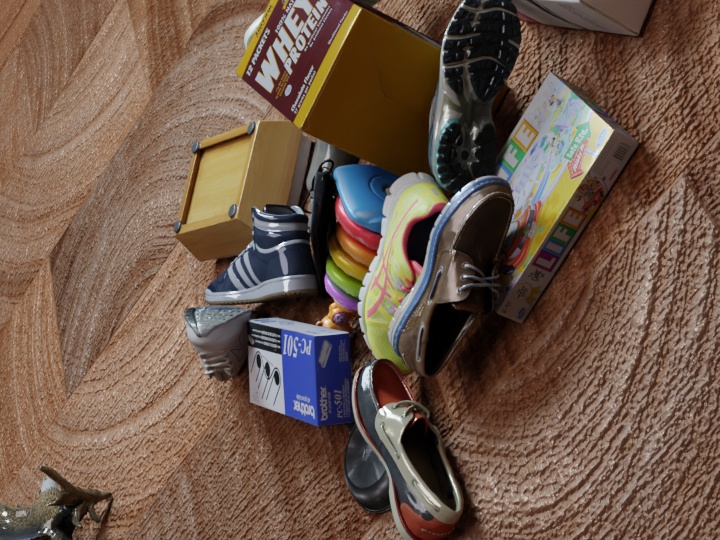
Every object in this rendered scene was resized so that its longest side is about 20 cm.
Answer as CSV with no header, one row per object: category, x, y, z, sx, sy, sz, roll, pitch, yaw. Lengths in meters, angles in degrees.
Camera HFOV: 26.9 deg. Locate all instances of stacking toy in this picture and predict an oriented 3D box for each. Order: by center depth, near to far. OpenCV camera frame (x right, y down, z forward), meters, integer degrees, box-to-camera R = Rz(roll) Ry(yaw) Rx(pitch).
stacking toy,0.000,0.000,1.588,0.201,0.115,0.110,-64,27,29

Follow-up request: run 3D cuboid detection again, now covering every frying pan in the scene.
frying pan,0.012,0.157,1.535,0.115,0.031,0.191,-46,41,30

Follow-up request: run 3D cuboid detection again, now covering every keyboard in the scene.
keyboard,-0.050,-0.048,1.629,0.200,0.039,0.105,87,-167,-70

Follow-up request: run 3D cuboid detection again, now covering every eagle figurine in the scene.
eagle figurine,-0.429,0.333,2.002,0.199,0.153,0.151,-29,10,25

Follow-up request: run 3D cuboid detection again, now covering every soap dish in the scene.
soap dish,-0.151,-0.102,1.880,0.199,0.081,0.159,-10,64,56

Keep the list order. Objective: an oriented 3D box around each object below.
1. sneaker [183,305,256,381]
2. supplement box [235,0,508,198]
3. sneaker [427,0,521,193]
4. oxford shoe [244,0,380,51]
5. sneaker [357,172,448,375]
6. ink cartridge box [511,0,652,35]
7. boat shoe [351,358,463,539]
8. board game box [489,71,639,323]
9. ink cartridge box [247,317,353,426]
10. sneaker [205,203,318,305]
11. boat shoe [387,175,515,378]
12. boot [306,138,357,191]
sneaker,-0.157,0.084,1.743,0.200,0.074,0.088,28,-115,-81
supplement box,0.008,-0.201,1.583,0.134,0.196,0.200,-62,32,10
sneaker,0.097,-0.179,1.472,0.086,0.077,0.202,-147,68,-72
oxford shoe,-0.045,-0.296,1.671,0.199,0.075,0.058,-36,42,-8
sneaker,0.050,0.011,1.467,0.090,0.077,0.202,-142,55,-64
ink cartridge box,0.207,-0.314,1.451,0.200,0.083,0.146,25,93,60
boat shoe,0.047,0.162,1.423,0.063,0.070,0.201,-56,41,42
board game box,0.166,-0.070,1.420,0.201,0.034,0.135,-59,32,17
ink cartridge box,-0.068,0.105,1.614,0.200,0.044,0.095,-175,82,-65
sneaker,-0.119,-0.017,1.761,0.199,0.070,0.110,-9,86,52
boat shoe,0.096,0.011,1.390,0.073,0.072,0.201,54,128,49
boot,-0.056,-0.195,1.739,0.068,0.130,0.202,17,87,59
